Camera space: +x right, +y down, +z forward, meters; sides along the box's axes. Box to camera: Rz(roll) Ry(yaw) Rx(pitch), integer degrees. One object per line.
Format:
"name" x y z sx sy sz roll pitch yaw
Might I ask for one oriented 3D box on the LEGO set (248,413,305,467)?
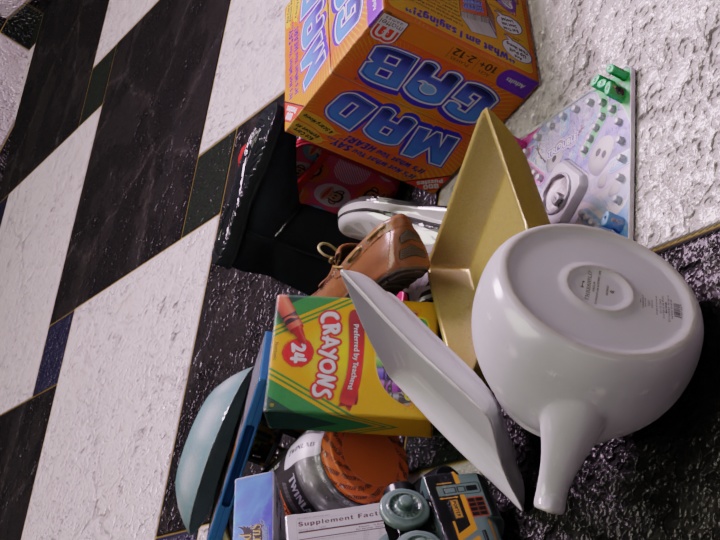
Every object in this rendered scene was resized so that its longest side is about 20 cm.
"LEGO set" -0.051 0.154 1.611 0.155 0.115 0.201 -73 6 -49

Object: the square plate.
"square plate" 0.071 0.102 1.247 0.028 0.201 0.198 -40 57 -10

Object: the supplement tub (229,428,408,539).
"supplement tub" -0.043 0.236 1.488 0.200 0.122 0.124 -46 34 41

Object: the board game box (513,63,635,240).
"board game box" 0.187 -0.074 1.368 0.200 0.026 0.202 -33 44 52

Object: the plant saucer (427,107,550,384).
"plant saucer" 0.124 -0.015 1.321 0.201 0.048 0.201 -101 22 -50

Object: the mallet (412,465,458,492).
"mallet" 0.069 0.286 1.337 0.066 0.041 0.202 -37 45 47

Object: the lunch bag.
"lunch bag" -0.063 -0.109 1.709 0.200 0.175 0.083 -44 32 45

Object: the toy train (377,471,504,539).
"toy train" 0.081 0.259 1.240 0.201 0.113 0.086 -111 19 -49

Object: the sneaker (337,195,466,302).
"sneaker" 0.043 -0.011 1.500 0.199 0.075 0.117 7 78 41

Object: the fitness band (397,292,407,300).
"fitness band" 0.023 0.032 1.607 0.144 0.037 0.201 -54 29 35

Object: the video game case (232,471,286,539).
"video game case" -0.084 0.326 1.362 0.201 0.045 0.183 -96 -6 -64

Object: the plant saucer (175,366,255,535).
"plant saucer" -0.170 0.196 1.607 0.201 0.038 0.203 21 -90 -86

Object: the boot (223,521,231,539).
"boot" -0.138 0.375 1.604 0.155 0.072 0.201 -55 49 33

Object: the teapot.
"teapot" 0.172 0.066 1.147 0.197 0.198 0.147 46 138 34

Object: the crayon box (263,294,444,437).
"crayon box" 0.009 0.094 1.414 0.051 0.197 0.128 83 -169 -63

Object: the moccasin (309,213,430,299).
"moccasin" -0.002 0.000 1.463 0.201 0.073 0.079 -43 56 59

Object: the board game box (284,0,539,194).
"board game box" 0.049 -0.248 1.561 0.200 0.198 0.201 -46 34 40

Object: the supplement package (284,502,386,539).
"supplement package" -0.004 0.331 1.317 0.110 0.112 0.201 83 180 -45

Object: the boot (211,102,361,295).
"boot" -0.062 -0.072 1.613 0.076 0.166 0.202 -132 60 -67

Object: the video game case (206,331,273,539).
"video game case" -0.127 0.181 1.539 0.143 0.018 0.202 -94 22 -73
